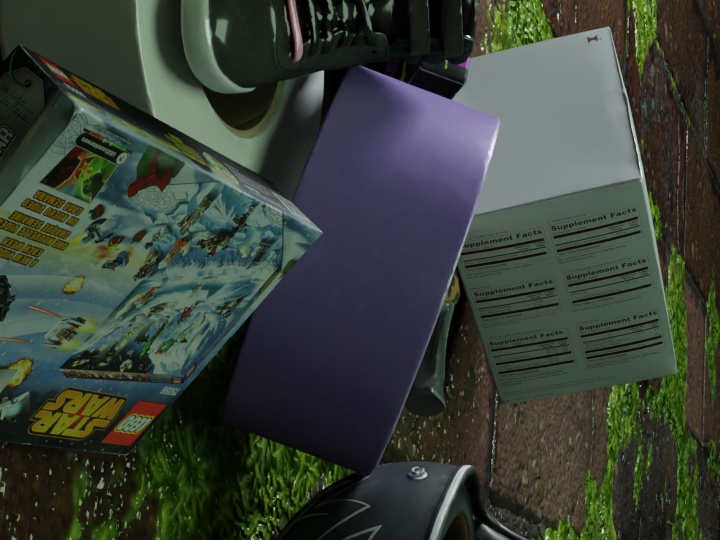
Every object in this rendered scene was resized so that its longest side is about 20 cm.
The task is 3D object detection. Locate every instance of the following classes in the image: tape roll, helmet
[{"bbox_3d":[-0.086,-0.115,0.686,0.202,0.070,0.204,-1,90,-68],"label":"tape roll"},{"bbox_3d":[0.000,0.000,0.764,0.200,0.085,0.201,20,90,-89],"label":"tape roll"},{"bbox_3d":[0.026,0.207,0.794,0.200,0.190,0.200,-50,178,-3],"label":"helmet"}]

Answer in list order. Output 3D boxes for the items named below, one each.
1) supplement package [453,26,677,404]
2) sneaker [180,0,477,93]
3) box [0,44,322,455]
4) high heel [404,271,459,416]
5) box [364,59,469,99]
[{"bbox_3d":[0.150,-0.041,1.129,0.192,0.146,0.201,-90,164,-47],"label":"supplement package"},{"bbox_3d":[-0.004,-0.123,0.667,0.200,0.099,0.071,-31,120,-64],"label":"sneaker"},{"bbox_3d":[-0.108,0.005,0.561,0.137,0.040,0.200,-48,157,6],"label":"box"},{"bbox_3d":[0.017,-0.013,0.968,0.200,0.071,0.143,63,24,-46],"label":"high heel"},{"bbox_3d":[0.040,-0.174,0.955,0.143,0.036,0.201,129,-25,-59],"label":"box"}]
